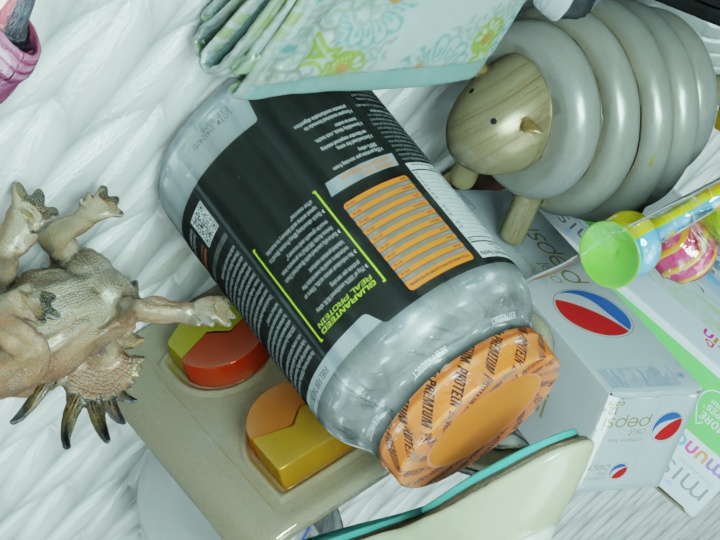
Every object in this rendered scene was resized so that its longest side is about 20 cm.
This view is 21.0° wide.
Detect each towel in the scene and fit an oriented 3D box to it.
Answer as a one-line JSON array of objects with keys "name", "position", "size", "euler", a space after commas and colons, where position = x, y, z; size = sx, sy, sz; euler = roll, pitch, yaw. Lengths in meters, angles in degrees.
[{"name": "towel", "position": [0.030, -0.156, 0.898], "size": [0.200, 0.048, 0.171], "euler": [-13, 148, -47]}]

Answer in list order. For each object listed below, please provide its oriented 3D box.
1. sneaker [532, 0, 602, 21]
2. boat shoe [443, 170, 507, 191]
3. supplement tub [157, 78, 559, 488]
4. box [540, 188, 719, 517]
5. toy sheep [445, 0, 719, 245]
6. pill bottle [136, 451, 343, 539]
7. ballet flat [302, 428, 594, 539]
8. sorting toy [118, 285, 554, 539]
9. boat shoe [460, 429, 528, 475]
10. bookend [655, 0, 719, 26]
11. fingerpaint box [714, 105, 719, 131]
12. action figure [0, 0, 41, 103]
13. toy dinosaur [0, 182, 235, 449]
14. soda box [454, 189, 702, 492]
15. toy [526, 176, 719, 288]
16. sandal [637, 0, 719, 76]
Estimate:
[{"name": "sneaker", "position": [0.188, -0.173, 0.985], "size": [0.200, 0.114, 0.075], "euler": [-43, -178, -6]}, {"name": "boat shoe", "position": [0.024, 0.012, 1.187], "size": [0.200, 0.070, 0.070], "euler": [-40, 157, 0]}, {"name": "supplement tub", "position": [0.000, 0.000, 0.949], "size": [0.122, 0.200, 0.123], "euler": [-31, 157, -15]}, {"name": "box", "position": [0.185, 0.033, 1.246], "size": [0.097, 0.200, 0.176], "euler": [-53, 170, 28]}, {"name": "toy sheep", "position": [0.129, -0.088, 1.074], "size": [0.200, 0.138, 0.138], "euler": [-15, 149, -37]}, {"name": "pill bottle", "position": [-0.072, 0.172, 1.288], "size": [0.114, 0.114, 0.200], "euler": [-36, 158, -7]}, {"name": "ballet flat", "position": [0.043, 0.135, 0.936], "size": [0.200, 0.070, 0.069], "euler": [-29, 168, 40]}, {"name": "sorting toy", "position": [-0.024, 0.044, 1.041], "size": [0.200, 0.185, 0.037], "euler": [-35, 135, -13]}, {"name": "boat shoe", "position": [0.034, 0.078, 1.135], "size": [0.200, 0.060, 0.074], "euler": [23, 132, -31]}, {"name": "bookend", "position": [0.134, -0.187, 0.819], "size": [0.199, 0.199, 0.092], "euler": [116, -4, -65]}, {"name": "fingerpaint box", "position": [0.297, -0.180, 1.141], "size": [0.200, 0.073, 0.167], "euler": [-54, 164, -21]}, {"name": "action figure", "position": [-0.171, -0.059, 0.663], "size": [0.200, 0.149, 0.134], "euler": [-32, 155, 22]}, {"name": "toy dinosaur", "position": [-0.157, 0.032, 0.936], "size": [0.200, 0.086, 0.136], "euler": [-3, 146, -46]}, {"name": "soda box", "position": [0.100, 0.034, 1.071], "size": [0.063, 0.200, 0.068], "euler": [0, 123, -30]}, {"name": "toy", "position": [0.187, -0.022, 1.067], "size": [0.115, 0.047, 0.200], "euler": [-30, 171, 39]}, {"name": "sandal", "position": [0.186, -0.161, 1.117], "size": [0.203, 0.082, 0.050], "euler": [120, -12, -46]}]
